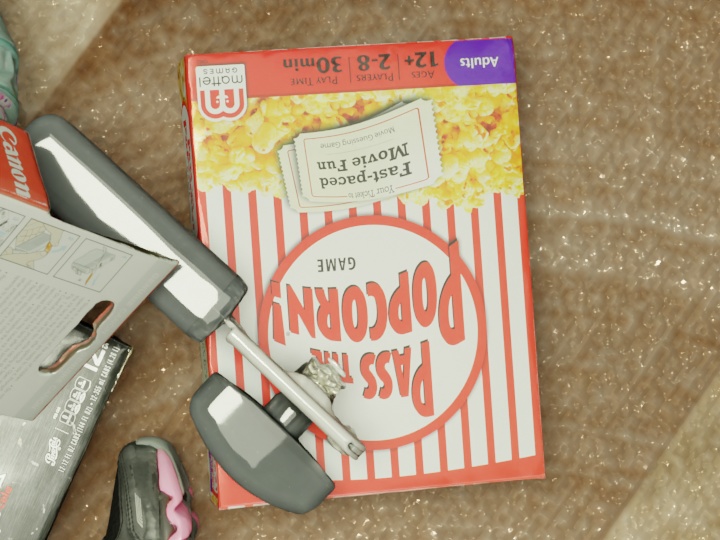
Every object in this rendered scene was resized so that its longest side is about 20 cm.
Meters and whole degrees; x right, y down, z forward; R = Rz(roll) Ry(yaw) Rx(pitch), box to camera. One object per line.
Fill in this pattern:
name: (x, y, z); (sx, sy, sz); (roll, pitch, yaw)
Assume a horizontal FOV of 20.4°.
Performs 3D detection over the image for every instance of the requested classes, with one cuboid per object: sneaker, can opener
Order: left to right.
sneaker: (-0.119, 0.171, 0.875); (0.095, 0.079, 0.202); (6, 87, 1)
can opener: (-0.075, 0.018, 0.843); (0.066, 0.053, 0.200); (-43, 92, -3)

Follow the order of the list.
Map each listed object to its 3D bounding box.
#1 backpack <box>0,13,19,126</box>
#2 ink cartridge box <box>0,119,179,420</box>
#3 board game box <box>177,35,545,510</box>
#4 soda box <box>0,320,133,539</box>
backpack: (-0.240, -0.083, 0.810); (0.199, 0.167, 0.127); (-11, 82, -26)
ink cartridge box: (-0.180, -0.014, 0.765); (0.199, 0.051, 0.109); (22, 123, -42)
board game box: (0.000, 0.000, 0.906); (0.150, 0.046, 0.202); (-5, 91, -10)
soda box: (-0.171, 0.109, 0.864); (0.070, 0.063, 0.201); (25, 84, -10)
